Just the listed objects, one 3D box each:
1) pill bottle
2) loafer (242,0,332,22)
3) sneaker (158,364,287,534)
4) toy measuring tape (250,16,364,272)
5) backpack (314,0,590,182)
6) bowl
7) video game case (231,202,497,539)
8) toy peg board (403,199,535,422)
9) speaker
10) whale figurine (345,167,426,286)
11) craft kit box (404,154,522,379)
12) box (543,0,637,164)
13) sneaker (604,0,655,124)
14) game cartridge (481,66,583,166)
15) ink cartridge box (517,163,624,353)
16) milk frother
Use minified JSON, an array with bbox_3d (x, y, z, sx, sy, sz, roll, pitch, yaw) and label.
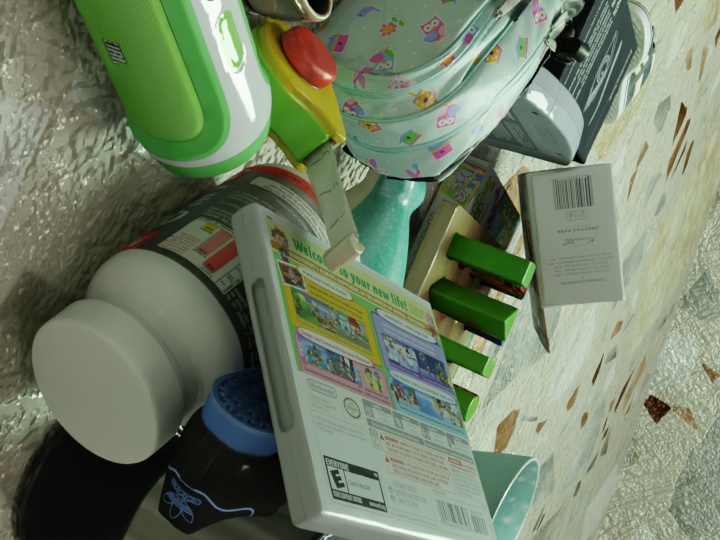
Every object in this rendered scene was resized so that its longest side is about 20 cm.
[{"bbox_3d":[-0.096,0.022,0.699,0.200,0.115,0.117,-41,146,-46],"label":"pill bottle"},{"bbox_3d":[-0.057,-0.219,0.632,0.072,0.063,0.200,-58,155,-23],"label":"loafer"},{"bbox_3d":[-0.048,0.098,0.664,0.078,0.070,0.200,-57,159,14],"label":"sneaker"},{"bbox_3d":[-0.044,-0.089,0.681,0.074,0.073,0.201,82,-5,-50],"label":"toy measuring tape"},{"bbox_3d":[0.053,-0.165,0.833,0.200,0.166,0.127,-52,137,-23],"label":"backpack"},{"bbox_3d":[0.152,0.322,1.524,0.201,0.104,0.202,-48,151,-38],"label":"bowl"},{"bbox_3d":[0.007,0.073,0.660,0.200,0.022,0.183,29,39,-52],"label":"video game case"},{"bbox_3d":[0.107,0.062,1.100,0.201,0.097,0.199,-66,156,-3],"label":"toy peg board"},{"bbox_3d":[-0.102,-0.137,0.578,0.089,0.088,0.201,-56,154,-25],"label":"speaker"},{"bbox_3d":[0.000,0.000,0.887,0.201,0.103,0.159,-54,155,-9],"label":"whale figurine"},{"bbox_3d":[0.100,0.001,1.202,0.201,0.048,0.197,-65,154,-6],"label":"craft kit box"},{"bbox_3d":[0.191,-0.215,1.124,0.149,0.104,0.200,-65,157,-7],"label":"box"},{"bbox_3d":[0.320,-0.271,1.391,0.080,0.078,0.200,-51,163,-24],"label":"sneaker"},{"bbox_3d":[0.130,-0.147,1.017,0.041,0.133,0.200,-66,157,-3],"label":"game cartridge"},{"bbox_3d":[0.213,-0.017,1.164,0.200,0.083,0.177,-44,128,-83],"label":"ink cartridge box"},{"bbox_3d":[-0.081,0.140,0.746,0.201,0.187,0.180,-64,158,-6],"label":"milk frother"}]
